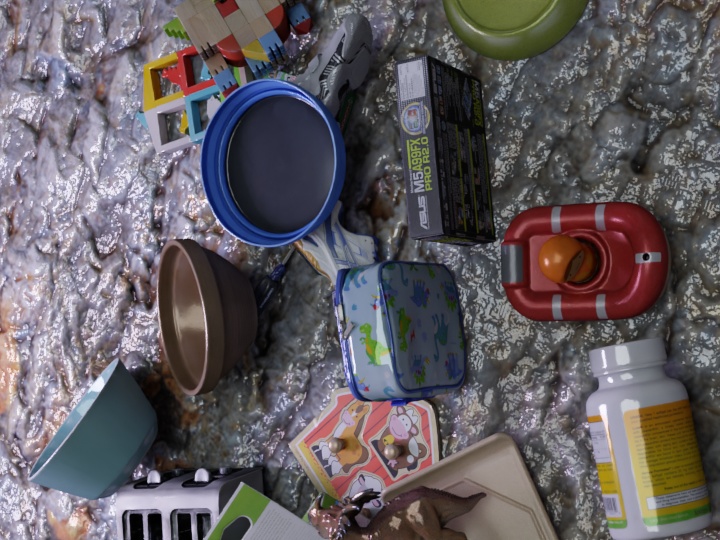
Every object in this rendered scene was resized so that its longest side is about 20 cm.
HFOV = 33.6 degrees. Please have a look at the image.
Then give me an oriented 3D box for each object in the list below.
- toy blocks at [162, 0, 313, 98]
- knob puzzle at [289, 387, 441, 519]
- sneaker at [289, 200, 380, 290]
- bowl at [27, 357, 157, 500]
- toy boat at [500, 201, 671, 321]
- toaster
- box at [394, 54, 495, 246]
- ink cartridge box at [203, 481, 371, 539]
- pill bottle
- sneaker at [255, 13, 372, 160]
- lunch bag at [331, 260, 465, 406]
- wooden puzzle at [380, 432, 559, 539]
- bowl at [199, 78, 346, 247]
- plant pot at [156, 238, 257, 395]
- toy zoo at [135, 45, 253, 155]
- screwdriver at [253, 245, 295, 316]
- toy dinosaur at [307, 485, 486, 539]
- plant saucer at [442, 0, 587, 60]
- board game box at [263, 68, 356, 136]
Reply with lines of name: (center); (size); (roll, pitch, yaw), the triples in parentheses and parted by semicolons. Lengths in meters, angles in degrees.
toy blocks: (-0.144, -0.316, 1.552); (0.198, 0.100, 0.138); (-31, 75, -1)
knob puzzle: (0.018, 0.230, 1.486); (0.217, 0.030, 0.223); (-1, 87, 30)
sneaker: (0.000, 0.000, 1.480); (0.088, 0.075, 0.201); (-39, 84, -8)
bowl: (-0.350, 0.231, 1.620); (0.105, 0.201, 0.201); (39, 110, -10)
toy boat: (0.237, -0.010, 1.312); (0.197, 0.130, 0.133); (-3, 87, 29)
toaster: (-0.218, 0.360, 1.566); (0.179, 0.118, 0.203); (-6, 85, 30)
box: (0.100, -0.133, 1.378); (0.044, 0.160, 0.203); (-7, 85, 27)
ink cartridge box: (-0.086, 0.339, 1.454); (0.198, 0.076, 0.149); (32, 113, -6)
pill bottle: (0.304, 0.179, 1.279); (0.110, 0.111, 0.203); (-14, 82, 28)
sneaker: (-0.065, -0.236, 1.490); (0.114, 0.075, 0.202); (25, 99, 25)
lunch bag: (0.048, 0.073, 1.377); (0.081, 0.199, 0.163); (-13, 83, 29)
wooden puzzle: (0.139, 0.317, 1.409); (0.184, 0.037, 0.202); (-29, 79, 19)
bowl: (-0.106, -0.130, 1.455); (0.198, 0.039, 0.204); (1, 93, 29)
plant pot: (-0.194, 0.057, 1.555); (0.200, 0.091, 0.204); (22, 115, 61)
toy zoo: (-0.233, -0.241, 1.650); (0.198, 0.020, 0.133); (-14, 82, 28)
screwdriver: (-0.090, -0.019, 1.565); (0.029, 0.028, 0.201); (37, 101, -6)
toy dinosaur: (0.046, 0.284, 1.353); (0.198, 0.086, 0.137); (-29, 97, 1)
plant saucer: (0.179, -0.353, 1.415); (0.197, 0.031, 0.203); (-1, 89, 29)
board game box: (-0.095, -0.152, 1.555); (0.133, 0.029, 0.203); (21, 94, 29)
